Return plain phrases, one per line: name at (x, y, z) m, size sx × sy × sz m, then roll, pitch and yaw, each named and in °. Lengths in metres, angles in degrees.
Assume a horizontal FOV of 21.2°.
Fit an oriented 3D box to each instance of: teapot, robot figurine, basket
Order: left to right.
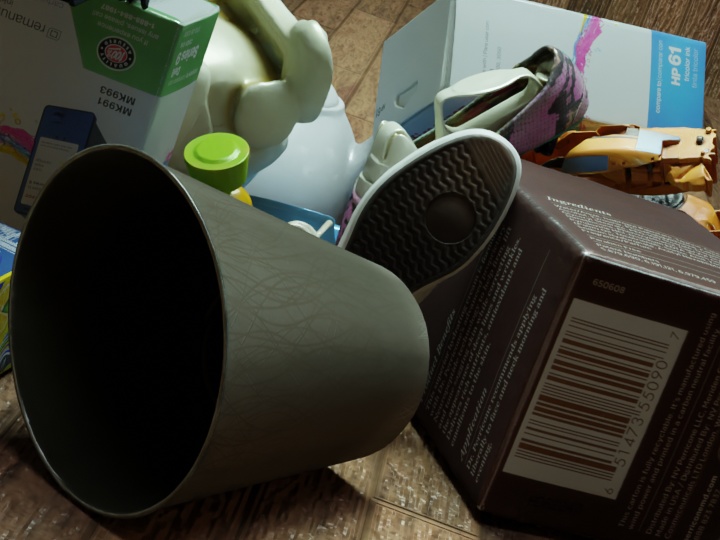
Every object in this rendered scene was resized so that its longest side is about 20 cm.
basket at (-0.063, 0.037, 0.990) m, size 0.136 × 0.181 × 0.200 m, roll -20°, pitch -17°, yaw 30°
teapot at (-0.085, -0.109, 1.452) m, size 0.199 × 0.147 × 0.197 m, roll 7°, pitch 20°, yaw -38°
robot figurine at (0.145, -0.046, 1.307) m, size 0.199 × 0.145 × 0.058 m, roll -2°, pitch 44°, yaw 15°

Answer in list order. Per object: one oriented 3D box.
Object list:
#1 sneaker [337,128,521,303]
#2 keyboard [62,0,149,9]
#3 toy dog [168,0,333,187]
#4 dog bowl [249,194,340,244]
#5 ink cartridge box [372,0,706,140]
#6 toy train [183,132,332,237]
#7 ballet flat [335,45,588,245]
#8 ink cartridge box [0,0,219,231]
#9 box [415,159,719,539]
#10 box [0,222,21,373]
sneaker at (0.019, -0.012, 1.158) m, size 0.073 × 0.200 × 0.085 m, roll 43°, pitch 15°, yaw -3°
keyboard at (-0.149, -0.190, 1.090) m, size 0.104 × 0.040 × 0.200 m, roll 21°, pitch 20°, yaw 3°
toy dog at (-0.146, -0.114, 1.248) m, size 0.199 × 0.194 × 0.140 m, roll -16°, pitch 60°, yaw -25°
dog bowl at (0.000, 0.000, 1.320) m, size 0.199 × 0.050 × 0.111 m, roll 17°, pitch -4°, yaw -11°
ink cartridge box at (0.125, -0.126, 1.372) m, size 0.199 × 0.085 × 0.144 m, roll 9°, pitch -14°, yaw -19°
toy train at (-0.078, -0.031, 1.125) m, size 0.084 × 0.116 × 0.200 m, roll 18°, pitch 39°, yaw 27°
ballet flat at (0.055, -0.080, 1.232) m, size 0.071 × 0.200 × 0.069 m, roll 58°, pitch -4°, yaw -37°
ink cartridge box at (-0.188, -0.084, 1.131) m, size 0.145 × 0.201 × 0.088 m, roll 22°, pitch 19°, yaw 4°
box at (0.139, 0.048, 1.162) m, size 0.163 × 0.167 × 0.200 m, roll 15°, pitch 17°, yaw -20°
box at (-0.221, 0.026, 0.952) m, size 0.064 × 0.070 × 0.200 m, roll 21°, pitch 15°, yaw 8°
